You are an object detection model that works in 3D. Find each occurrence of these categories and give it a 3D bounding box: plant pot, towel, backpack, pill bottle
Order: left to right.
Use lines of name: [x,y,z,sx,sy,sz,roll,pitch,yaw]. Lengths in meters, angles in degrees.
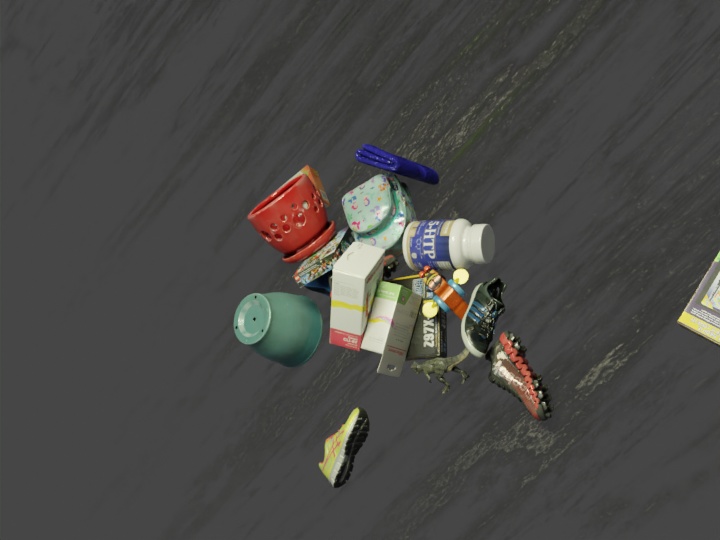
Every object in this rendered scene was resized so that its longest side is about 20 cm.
plant pot: [-0.234,0.149,1.665,0.197,0.187,0.204,-11,70,32]
plant pot: [-0.178,-0.131,1.666,0.198,0.201,0.184,-29,105,25]
backpack: [0.053,-0.133,1.580,0.176,0.150,0.203,-26,67,25]
towel: [0.096,-0.268,1.551,0.146,0.198,0.050,23,101,36]
pill bottle: [0.210,-0.060,1.456,0.197,0.119,0.122,-1,75,35]

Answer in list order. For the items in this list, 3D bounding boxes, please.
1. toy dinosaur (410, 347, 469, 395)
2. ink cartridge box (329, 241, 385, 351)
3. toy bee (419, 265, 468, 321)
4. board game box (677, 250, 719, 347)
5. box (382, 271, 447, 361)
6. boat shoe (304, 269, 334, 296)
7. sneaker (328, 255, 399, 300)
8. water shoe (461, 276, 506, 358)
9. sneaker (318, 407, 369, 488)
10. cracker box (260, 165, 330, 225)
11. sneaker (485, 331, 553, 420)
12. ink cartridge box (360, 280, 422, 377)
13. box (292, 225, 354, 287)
toy dinosaur: [0.196,0.228,1.404,0.199,0.047,0.089,-28,102,41]
ink cartridge box: [-0.007,0.059,1.430,0.082,0.145,0.203,13,123,16]
toy bee: [0.188,0.034,1.401,0.130,0.202,0.109,-30,44,-12]
board game box: [0.707,0.075,1.102,0.199,0.056,0.167,35,99,37]
box: [0.131,0.116,1.504,0.157,0.049,0.204,-8,71,31]
boat shoe: [-0.067,0.034,1.660,0.198,0.069,0.085,16,77,36]
sneaker: [0.000,0.000,1.551,0.198,0.071,0.099,-28,68,16]
water shoe: [0.272,0.094,1.343,0.079,0.071,0.202,-43,22,46]
sneaker: [-0.049,0.424,1.519,0.090,0.078,0.203,26,92,40]
cracker box: [-0.195,-0.195,1.823,0.199,0.057,0.136,-34,59,21]
sneaker: [0.329,0.234,1.303,0.097,0.070,0.203,-37,56,20]
ink cartridge box: [0.068,0.139,1.437,0.066,0.117,0.204,12,82,34]
box: [-0.092,-0.040,1.628,0.135,0.201,0.038,-29,105,21]
